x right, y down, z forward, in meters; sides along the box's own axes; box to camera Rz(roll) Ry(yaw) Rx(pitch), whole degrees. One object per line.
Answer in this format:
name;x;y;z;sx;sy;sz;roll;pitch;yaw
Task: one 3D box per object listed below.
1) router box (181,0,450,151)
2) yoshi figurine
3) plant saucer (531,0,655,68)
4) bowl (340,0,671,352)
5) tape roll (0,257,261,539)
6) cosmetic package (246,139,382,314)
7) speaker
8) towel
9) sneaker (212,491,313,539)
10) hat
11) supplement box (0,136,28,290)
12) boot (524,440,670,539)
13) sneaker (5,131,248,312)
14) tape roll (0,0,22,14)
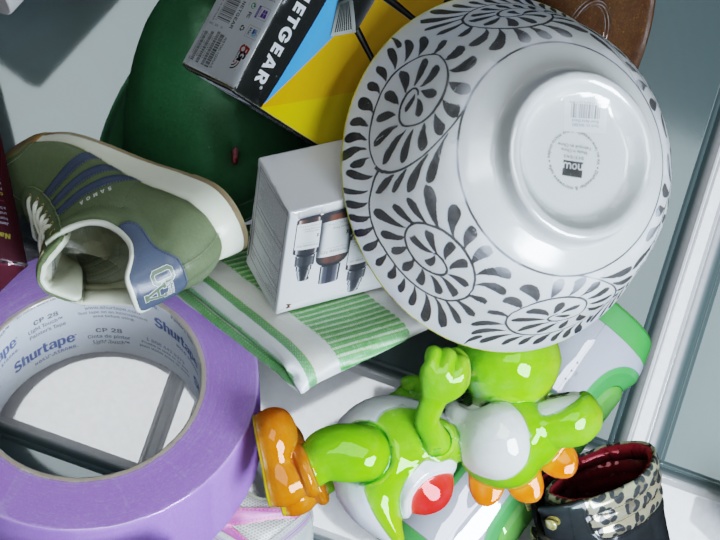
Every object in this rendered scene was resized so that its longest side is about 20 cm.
router box;0.005;-0.168;1.074;0.051;0.149;0.201;28;90;39
yoshi figurine;0.038;0.077;1.106;0.198;0.113;0.113;-11;126;1
plant saucer;0.126;-0.145;1.167;0.034;0.200;0.201;24;80;32
bowl;0.098;-0.057;1.028;0.199;0.094;0.203;1;87;-23
tape roll;-0.158;0.083;1.129;0.198;0.066;0.201;0;51;0
cosmetic package;0.037;-0.039;1.099;0.198;0.083;0.051;-14;51;-22
speaker;0.094;0.103;1.183;0.088;0.088;0.201;38;81;1
towel;0.000;0.000;1.139;0.199;0.152;0.024;-22;129;-33
sneaker;-0.117;0.151;1.170;0.198;0.081;0.089;12;78;-10
hat;-0.105;-0.148;1.125;0.165;0.176;0.201;17;66;29
supplement box;-0.272;-0.080;1.129;0.108;0.061;0.201;14;49;-43
boot;0.109;0.201;1.149;0.202;0.073;0.155;-22;116;-13
sneaker;-0.165;-0.025;1.116;0.090;0.199;0.068;-43;132;-33
tape roll;-0.238;-0.273;1.146;0.202;0.203;0.139;41;81;1
